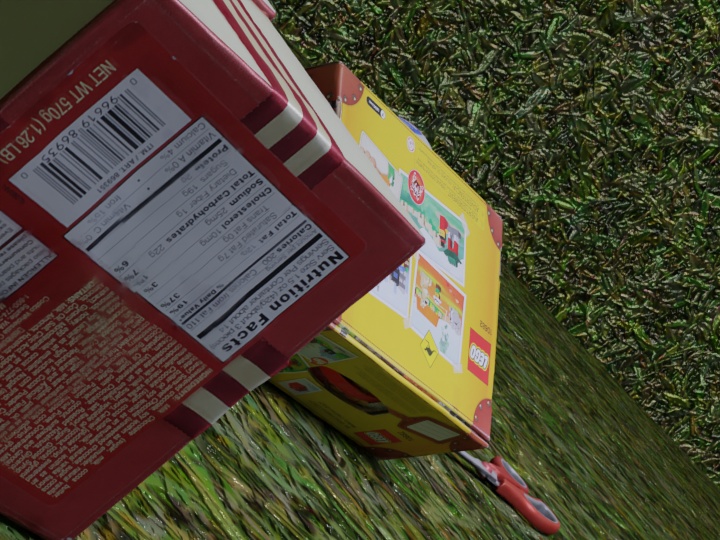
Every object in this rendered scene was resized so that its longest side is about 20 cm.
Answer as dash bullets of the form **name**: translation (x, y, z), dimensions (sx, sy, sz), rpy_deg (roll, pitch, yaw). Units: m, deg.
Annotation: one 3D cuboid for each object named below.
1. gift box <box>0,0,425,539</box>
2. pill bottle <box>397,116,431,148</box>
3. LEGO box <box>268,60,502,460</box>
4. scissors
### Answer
- **gift box**: translation (-0.114, -0.062, 0.666), dimensions (0.200, 0.184, 0.187), rpy_deg (50, 5, -48)
- **pill bottle**: translation (0.008, -0.089, 1.945), dimensions (0.112, 0.112, 0.200), rpy_deg (48, 7, 3)
- **LEGO box**: translation (0.000, 0.000, 1.195), dimensions (0.200, 0.077, 0.149), rpy_deg (40, 48, -50)
- **scissors**: translation (0.098, 0.150, 1.531), dimensions (0.073, 0.014, 0.200), rpy_deg (52, 6, 23)
